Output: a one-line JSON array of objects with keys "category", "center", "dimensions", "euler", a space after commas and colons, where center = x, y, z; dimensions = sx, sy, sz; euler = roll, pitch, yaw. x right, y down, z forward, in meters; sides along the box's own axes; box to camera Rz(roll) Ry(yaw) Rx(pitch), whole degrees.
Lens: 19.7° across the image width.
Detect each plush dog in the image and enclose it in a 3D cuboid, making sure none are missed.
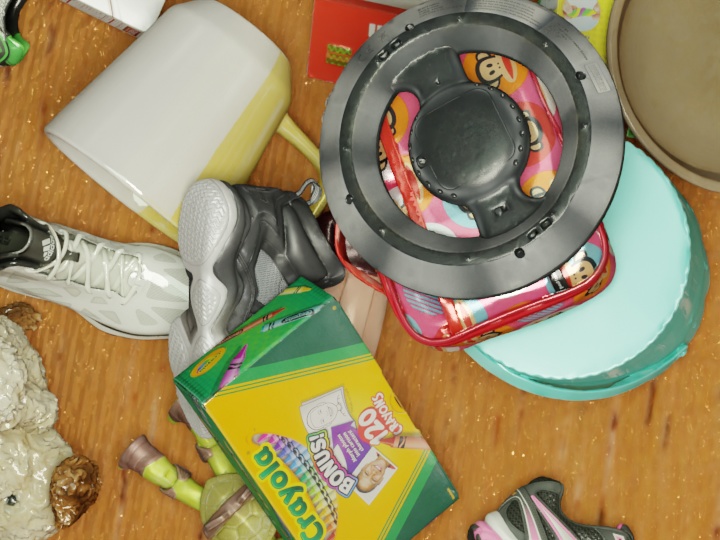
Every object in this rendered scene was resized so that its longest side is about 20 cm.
[{"category": "plush dog", "center": [-0.274, 0.125, 1.542], "dimensions": [0.199, 0.160, 0.172], "euler": [-15, 98, 35]}]

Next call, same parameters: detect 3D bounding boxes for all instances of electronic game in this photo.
[{"category": "electronic game", "center": [0.070, -0.080, 1.320], "dimensions": [0.199, 0.042, 0.201], "euler": [-3, 79, 16]}]

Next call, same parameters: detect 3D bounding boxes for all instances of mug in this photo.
[{"category": "mug", "center": [-0.120, -0.107, 1.539], "dimensions": [0.149, 0.187, 0.153], "euler": [30, 80, 42]}]

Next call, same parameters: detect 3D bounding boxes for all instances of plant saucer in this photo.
[{"category": "plant saucer", "center": [0.264, -0.152, 1.484], "dimensions": [0.199, 0.029, 0.201], "euler": [2, 84, -16]}]

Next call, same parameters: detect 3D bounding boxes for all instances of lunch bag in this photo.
[{"category": "lunch bag", "center": [0.062, -0.051, 1.383], "dimensions": [0.176, 0.082, 0.201], "euler": [-23, 79, 10]}]

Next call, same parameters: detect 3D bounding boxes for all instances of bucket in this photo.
[{"category": "bucket", "center": [0.147, -0.005, 1.470], "dimensions": [0.206, 0.135, 0.208], "euler": [-1, 84, 10]}]

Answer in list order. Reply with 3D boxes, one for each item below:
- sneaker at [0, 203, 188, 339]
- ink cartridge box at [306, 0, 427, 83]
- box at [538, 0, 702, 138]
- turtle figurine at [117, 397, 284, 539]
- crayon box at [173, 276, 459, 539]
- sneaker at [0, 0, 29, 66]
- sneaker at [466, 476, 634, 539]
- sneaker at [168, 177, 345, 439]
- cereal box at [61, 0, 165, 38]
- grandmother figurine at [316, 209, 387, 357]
[{"category": "sneaker", "center": [-0.208, 0.003, 1.535], "dimensions": [0.200, 0.115, 0.076], "euler": [14, 87, 10]}, {"category": "ink cartridge box", "center": [0.036, -0.202, 1.494], "dimensions": [0.162, 0.050, 0.201], "euler": [14, 123, 10]}, {"category": "box", "center": [0.189, -0.194, 1.504], "dimensions": [0.117, 0.048, 0.201], "euler": [7, 82, -15]}, {"category": "turtle figurine", "center": [-0.104, 0.179, 1.529], "dimensions": [0.161, 0.064, 0.200], "euler": [44, 93, 10]}, {"category": "crayon box", "center": [-0.029, 0.119, 1.459], "dimensions": [0.119, 0.058, 0.200], "euler": [-39, 120, -12]}, {"category": "sneaker", "center": [-0.273, -0.253, 1.596], "dimensions": [0.085, 0.078, 0.201], "euler": [11, 96, 3]}, {"category": "sneaker", "center": [0.176, 0.225, 1.478], "dimensions": [0.200, 0.080, 0.086], "euler": [43, 82, 4]}, {"category": "sneaker", "center": [-0.072, 0.027, 1.482], "dimensions": [0.113, 0.075, 0.201], "euler": [-7, 118, -25]}, {"category": "cereal box", "center": [-0.221, -0.281, 1.553], "dimensions": [0.199, 0.040, 0.144], "euler": [24, 82, -16]}, {"category": "grandmother figurine", "center": [0.000, 0.000, 1.532], "dimensions": [0.121, 0.061, 0.201], "euler": [14, 89, -13]}]
